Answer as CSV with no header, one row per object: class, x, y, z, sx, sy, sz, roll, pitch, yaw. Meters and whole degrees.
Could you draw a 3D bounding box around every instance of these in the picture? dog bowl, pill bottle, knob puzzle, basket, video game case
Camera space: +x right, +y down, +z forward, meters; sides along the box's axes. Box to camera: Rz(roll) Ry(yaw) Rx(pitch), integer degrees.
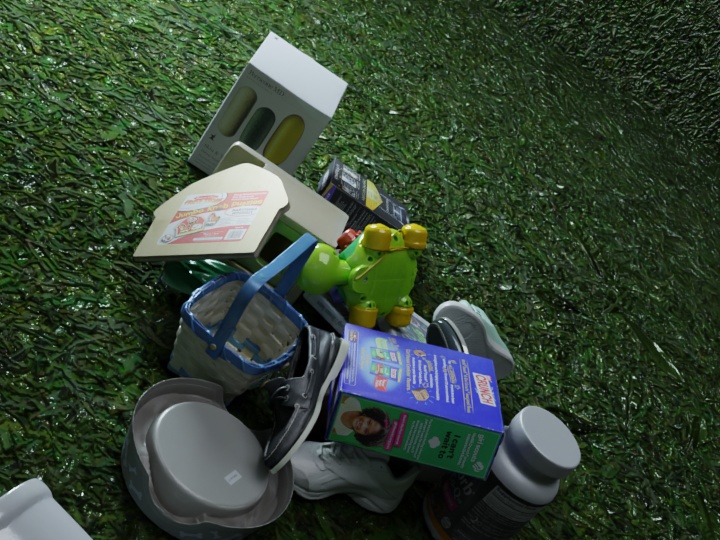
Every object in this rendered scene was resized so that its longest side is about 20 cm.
dog bowl,-0.173,0.214,1.170,0.200,0.059,0.200,27,32,-19
pill bottle,0.178,0.269,1.338,0.116,0.200,0.117,28,31,-18
knob puzzle,-0.180,-0.072,1.390,0.220,0.219,0.031,-92,166,-53
basket,-0.132,0.055,1.283,0.139,0.200,0.176,35,32,10
video game case,0.024,0.095,1.509,0.182,0.024,0.200,45,12,21
video game case,0.095,0.109,1.565,0.182,0.023,0.200,36,13,-19

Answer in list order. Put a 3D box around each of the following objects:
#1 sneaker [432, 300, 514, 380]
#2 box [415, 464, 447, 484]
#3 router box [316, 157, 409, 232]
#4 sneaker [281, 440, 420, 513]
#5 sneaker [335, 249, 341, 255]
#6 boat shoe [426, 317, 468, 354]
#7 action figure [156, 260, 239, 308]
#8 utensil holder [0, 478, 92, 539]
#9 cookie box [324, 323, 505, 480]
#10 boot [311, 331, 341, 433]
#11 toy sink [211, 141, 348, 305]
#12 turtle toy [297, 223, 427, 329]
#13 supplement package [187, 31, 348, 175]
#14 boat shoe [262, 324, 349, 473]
sneaker,0.150,0.081,1.602,0.200,0.074,0.118,43,12,-44
box,0.079,0.253,1.411,0.200,0.041,0.039,18,35,-30
router box,0.004,-0.105,1.755,0.157,0.052,0.200,34,15,-9
sneaker,-0.014,0.228,1.284,0.200,0.099,0.078,17,36,-33
sneaker,0.010,-0.006,1.597,0.200,0.087,0.075,-36,117,-79
boat shoe,0.108,0.158,1.418,0.062,0.073,0.201,2,71,-26
action figure,-0.171,0.035,1.418,0.200,0.055,0.118,27,30,-13
utensil holder,-0.258,0.300,0.858,0.200,0.170,0.170,45,30,4
cookie box,0.065,0.156,1.292,0.199,0.075,0.171,15,25,-4
boot,-0.044,0.141,1.409,0.200,0.070,0.146,15,34,-42
toy sink,-0.140,-0.065,1.514,0.200,0.130,0.112,35,30,-9
turtle toy,0.000,0.000,1.434,0.101,0.146,0.200,21,14,41
supplement package,-0.144,-0.234,1.665,0.152,0.200,0.151,33,30,-9
boat shoe,-0.077,0.139,1.214,0.066,0.074,0.200,38,52,-12
